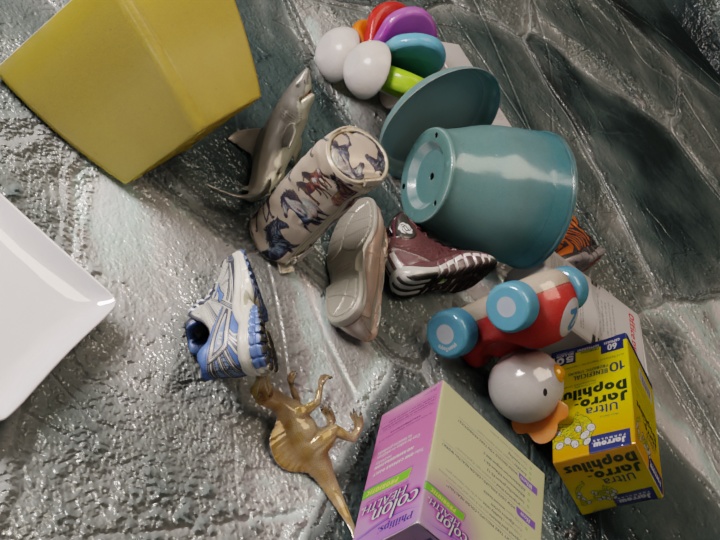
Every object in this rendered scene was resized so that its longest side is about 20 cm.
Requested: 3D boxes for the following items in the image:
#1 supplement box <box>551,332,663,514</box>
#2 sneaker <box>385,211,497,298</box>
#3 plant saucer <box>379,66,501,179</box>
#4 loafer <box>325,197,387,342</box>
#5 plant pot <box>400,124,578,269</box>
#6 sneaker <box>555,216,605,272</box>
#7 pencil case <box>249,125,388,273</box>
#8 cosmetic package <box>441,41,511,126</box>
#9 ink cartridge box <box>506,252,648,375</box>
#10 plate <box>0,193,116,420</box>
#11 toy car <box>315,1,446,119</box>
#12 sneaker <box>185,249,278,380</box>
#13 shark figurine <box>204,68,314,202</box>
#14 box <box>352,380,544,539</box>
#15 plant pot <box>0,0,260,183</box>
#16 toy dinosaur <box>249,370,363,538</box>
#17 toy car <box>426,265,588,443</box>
[{"bbox_3d":[0.316,0.196,1.423,0.110,0.109,0.200,57,26,-31],"label":"supplement box"},{"bbox_3d":[0.095,-0.032,1.464,0.200,0.076,0.116,-5,57,-49],"label":"sneaker"},{"bbox_3d":[0.107,-0.211,1.544,0.200,0.200,0.027,4,42,-46],"label":"plant saucer"},{"bbox_3d":[0.000,0.000,1.344,0.063,0.072,0.200,46,37,-34],"label":"loafer"},{"bbox_3d":[0.165,-0.114,1.532,0.187,0.200,0.200,10,49,-27],"label":"plant pot"},{"bbox_3d":[0.303,-0.041,1.714,0.112,0.078,0.200,51,23,12],"label":"sneaker"},{"bbox_3d":[-0.048,-0.080,1.240,0.078,0.200,0.090,-15,72,-41],"label":"pencil case"},{"bbox_3d":[0.144,-0.243,1.695,0.085,0.108,0.200,-6,62,-50],"label":"cosmetic package"},{"bbox_3d":[0.308,0.080,1.577,0.200,0.084,0.146,35,36,-20],"label":"ink cartridge box"},{"bbox_3d":[-0.340,0.017,0.970,0.200,0.032,0.200,43,35,-7],"label":"plate"},{"bbox_3d":[0.049,-0.309,1.582,0.175,0.150,0.200,19,12,-35],"label":"toy car"},{"bbox_3d":[-0.141,0.044,1.124,0.200,0.085,0.077,-110,-177,-62],"label":"sneaker"},{"bbox_3d":[-0.127,-0.141,1.346,0.089,0.128,0.215,21,55,4],"label":"shark figurine"},{"bbox_3d":[0.097,0.253,1.150,0.176,0.097,0.200,43,33,-20],"label":"box"},{"bbox_3d":[-0.228,-0.215,1.195,0.177,0.200,0.200,56,33,-8],"label":"plant pot"},{"bbox_3d":[-0.048,0.176,1.135,0.101,0.058,0.200,-38,100,-39],"label":"toy dinosaur"},{"bbox_3d":[0.214,0.115,1.383,0.184,0.177,0.200,-13,78,-55],"label":"toy car"}]
